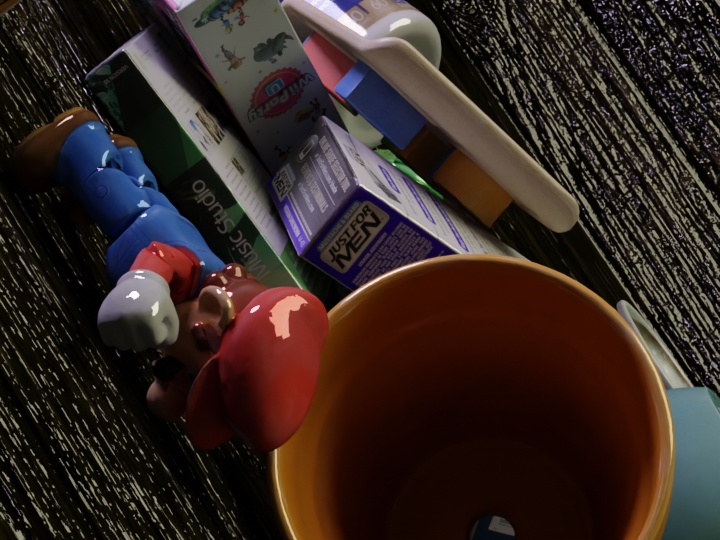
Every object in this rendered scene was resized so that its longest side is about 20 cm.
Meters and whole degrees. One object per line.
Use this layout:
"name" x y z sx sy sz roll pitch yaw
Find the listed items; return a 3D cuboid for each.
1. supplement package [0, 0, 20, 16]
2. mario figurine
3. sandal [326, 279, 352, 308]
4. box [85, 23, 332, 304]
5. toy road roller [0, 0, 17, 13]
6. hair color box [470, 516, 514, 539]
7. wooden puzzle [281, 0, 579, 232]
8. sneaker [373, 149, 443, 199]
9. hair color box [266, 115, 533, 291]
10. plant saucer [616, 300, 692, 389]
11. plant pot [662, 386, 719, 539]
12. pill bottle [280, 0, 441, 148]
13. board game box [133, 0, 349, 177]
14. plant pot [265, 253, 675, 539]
"supplement package" -0.227 -0.240 1.389 0.200 0.109 0.114 47 12 -37
"mario figurine" -0.101 0.018 1.300 0.123 0.106 0.200 -11 48 -40
"sandal" 0.000 -0.001 1.821 0.201 0.076 0.043 56 -17 7
"box" -0.089 -0.056 1.669 0.200 0.036 0.144 52 10 -7
"toy road roller" -0.193 -0.155 1.150 0.123 0.146 0.200 54 9 1
"hair color box" 0.097 0.107 1.781 0.060 0.101 0.200 16 21 -13
"wooden puzzle" 0.034 -0.094 1.757 0.185 0.046 0.200 42 -5 -24
"sneaker" 0.025 -0.052 1.898 0.200 0.083 0.074 31 -36 63
"hair color box" 0.043 -0.003 1.686 0.200 0.065 0.109 36 13 -26
"plant saucer" 0.338 0.128 3.093 0.200 0.050 0.200 52 10 -13
"plant pot" 0.231 0.184 2.029 0.201 0.161 0.201 53 10 -13
"pill bottle" -0.046 -0.183 1.972 0.200 0.116 0.116 39 1 28
"board game box" -0.094 -0.161 1.733 0.148 0.064 0.200 49 -5 37
"plant pot" 0.061 0.117 1.392 0.201 0.199 0.183 58 -6 20
